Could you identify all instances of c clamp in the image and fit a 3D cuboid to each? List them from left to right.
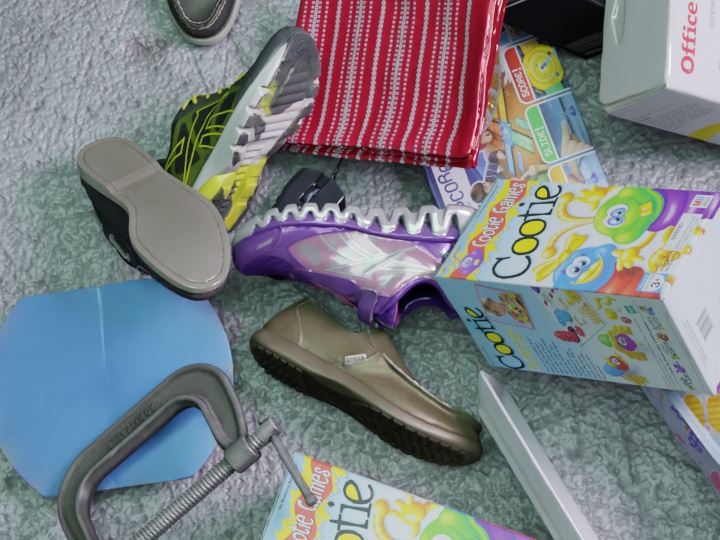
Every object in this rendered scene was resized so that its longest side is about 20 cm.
[{"bbox_3d":[-0.140,0.155,1.411,0.199,0.027,0.172,-37,51,13],"label":"c clamp"}]

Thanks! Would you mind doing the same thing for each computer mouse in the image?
[{"bbox_3d":[-0.022,-0.081,1.515,0.058,0.034,0.201,30,90,23],"label":"computer mouse"}]

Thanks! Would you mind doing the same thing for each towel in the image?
[{"bbox_3d":[0.021,-0.156,1.472,0.199,0.022,0.146,7,85,38],"label":"towel"}]

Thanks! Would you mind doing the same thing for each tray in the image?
[{"bbox_3d":[0.140,0.168,1.416,0.022,0.107,0.201,-32,74,5],"label":"tray"}]

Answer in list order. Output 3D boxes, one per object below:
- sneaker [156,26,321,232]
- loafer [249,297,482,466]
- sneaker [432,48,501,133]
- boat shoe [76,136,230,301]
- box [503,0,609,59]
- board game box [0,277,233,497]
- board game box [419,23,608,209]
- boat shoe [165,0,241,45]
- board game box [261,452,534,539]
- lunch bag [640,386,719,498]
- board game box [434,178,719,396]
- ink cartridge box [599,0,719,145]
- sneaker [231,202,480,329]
[{"bbox_3d":[-0.106,-0.116,1.494,0.085,0.074,0.201,47,120,24],"label":"sneaker"},{"bbox_3d":[0.012,0.081,1.465,0.199,0.076,0.068,29,71,8],"label":"loafer"},{"bbox_3d":[0.060,-0.190,1.508,0.087,0.076,0.202,-6,71,22],"label":"sneaker"},{"bbox_3d":[-0.156,-0.030,1.485,0.072,0.063,0.200,-24,45,-23],"label":"boat shoe"},{"bbox_3d":[0.159,-0.286,1.507,0.078,0.141,0.202,-15,71,35],"label":"box"},{"bbox_3d":[-0.192,0.092,1.505,0.198,0.039,0.160,-9,80,9],"label":"board game box"},{"bbox_3d":[0.109,-0.107,1.525,0.134,0.034,0.202,-19,74,1],"label":"board game box"},{"bbox_3d":[-0.136,-0.289,1.584,0.071,0.061,0.203,-4,75,5],"label":"boat shoe"},{"bbox_3d":[0.031,0.221,1.405,0.198,0.105,0.104,18,77,9],"label":"board game box"},{"bbox_3d":[0.294,0.063,1.419,0.169,0.127,0.201,-32,68,-3],"label":"lunch bag"},{"bbox_3d":[0.173,0.009,1.379,0.199,0.105,0.103,6,51,42],"label":"board game box"},{"bbox_3d":[0.288,-0.174,1.453,0.198,0.083,0.147,11,76,-26],"label":"ink cartridge box"},{"bbox_3d":[0.000,0.000,1.448,0.198,0.081,0.089,0,75,4],"label":"sneaker"}]
